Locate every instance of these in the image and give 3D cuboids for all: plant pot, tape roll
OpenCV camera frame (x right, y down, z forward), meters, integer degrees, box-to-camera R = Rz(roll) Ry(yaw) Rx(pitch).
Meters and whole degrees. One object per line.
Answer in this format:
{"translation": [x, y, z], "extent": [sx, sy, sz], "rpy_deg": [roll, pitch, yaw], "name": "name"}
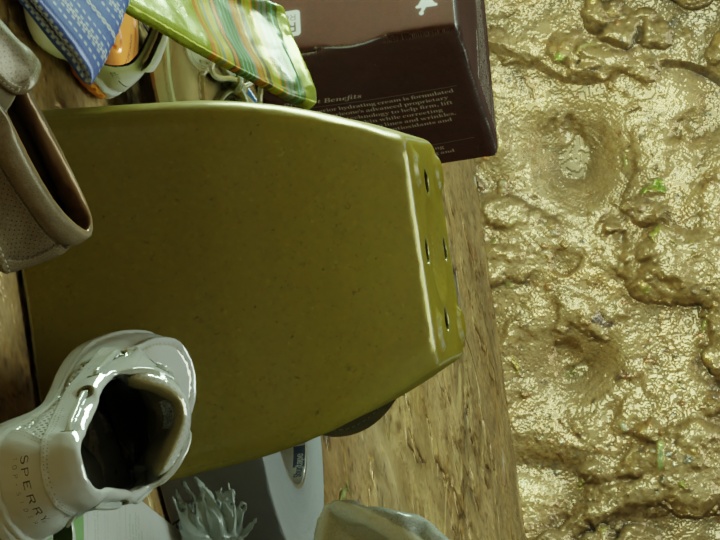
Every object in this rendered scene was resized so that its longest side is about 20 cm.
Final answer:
{"translation": [-0.054, 0.002, 1.350], "extent": [0.194, 0.199, 0.197], "rpy_deg": [-7, 88, -81], "name": "plant pot"}
{"translation": [-0.075, 0.083, 1.571], "extent": [0.200, 0.066, 0.201], "rpy_deg": [-9, 90, -81], "name": "tape roll"}

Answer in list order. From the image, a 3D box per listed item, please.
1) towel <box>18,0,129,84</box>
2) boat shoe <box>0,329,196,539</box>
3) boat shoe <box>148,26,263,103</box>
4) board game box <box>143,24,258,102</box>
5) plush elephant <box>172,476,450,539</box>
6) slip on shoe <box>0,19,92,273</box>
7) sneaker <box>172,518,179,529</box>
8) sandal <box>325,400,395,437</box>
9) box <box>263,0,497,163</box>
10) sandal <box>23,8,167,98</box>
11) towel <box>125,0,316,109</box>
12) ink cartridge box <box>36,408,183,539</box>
{"translation": [-0.159, -0.186, 1.260], "extent": [0.145, 0.024, 0.200], "rpy_deg": [50, 23, -21], "name": "towel"}
{"translation": [-0.105, 0.072, 1.164], "extent": [0.071, 0.069, 0.200], "rpy_deg": [69, 21, -11], "name": "boat shoe"}
{"translation": [-0.089, -0.141, 1.548], "extent": [0.073, 0.062, 0.201], "rpy_deg": [72, 13, -59], "name": "boat shoe"}
{"translation": [-0.061, -0.063, 1.620], "extent": [0.200, 0.034, 0.136], "rpy_deg": [56, -5, 30], "name": "board game box"}
{"translation": [-0.005, 0.187, 1.265], "extent": [0.165, 0.154, 0.201], "rpy_deg": [39, 41, -66], "name": "plush elephant"}
{"translation": [-0.170, -0.089, 1.141], "extent": [0.076, 0.060, 0.201], "rpy_deg": [-81, 161, -62], "name": "slip on shoe"}
{"translation": [-0.065, 0.218, 1.493], "extent": [0.088, 0.075, 0.201], "rpy_deg": [-98, 173, -46], "name": "sneaker"}
{"translation": [0.005, 0.002, 1.512], "extent": [0.070, 0.077, 0.212], "rpy_deg": [-61, 165, -46], "name": "sandal"}
{"translation": [0.009, -0.194, 2.035], "extent": [0.200, 0.165, 0.165], "rpy_deg": [67, 18, -61], "name": "box"}
{"translation": [-0.134, -0.141, 1.421], "extent": [0.207, 0.059, 0.080], "rpy_deg": [9, 72, -81], "name": "sandal"}
{"translation": [-0.105, -0.149, 1.349], "extent": [0.200, 0.018, 0.086], "rpy_deg": [26, 26, -38], "name": "towel"}
{"translation": [-0.126, 0.170, 1.229], "extent": [0.200, 0.048, 0.146], "rpy_deg": [48, 33, -56], "name": "ink cartridge box"}
